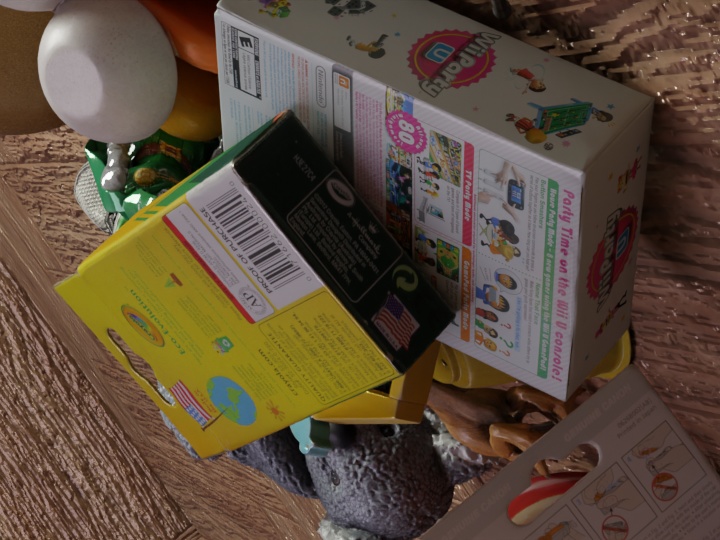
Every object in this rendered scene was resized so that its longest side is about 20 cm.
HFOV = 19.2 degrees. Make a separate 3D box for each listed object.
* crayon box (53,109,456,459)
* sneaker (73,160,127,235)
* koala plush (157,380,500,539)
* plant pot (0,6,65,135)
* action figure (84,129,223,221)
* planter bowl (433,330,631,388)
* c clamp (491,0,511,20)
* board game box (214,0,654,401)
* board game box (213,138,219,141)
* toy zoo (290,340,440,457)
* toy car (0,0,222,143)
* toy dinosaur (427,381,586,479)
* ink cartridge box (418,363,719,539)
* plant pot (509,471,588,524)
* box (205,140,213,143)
[{"bbox_3d":[-0.058,0.013,1.042,0.127,0.051,0.200,51,144,-9],"label":"crayon box"},{"bbox_3d":[-0.122,-0.039,1.287,0.200,0.085,0.078,19,107,53],"label":"sneaker"},{"bbox_3d":[-0.004,0.118,1.488,0.200,0.177,0.184,41,173,38],"label":"koala plush"},{"bbox_3d":[-0.215,-0.203,1.352,0.187,0.186,0.200,52,160,0],"label":"plant pot"},{"bbox_3d":[-0.111,-0.065,1.198,0.118,0.055,0.200,18,-155,-14],"label":"action figure"},{"bbox_3d":[0.052,0.003,1.171,0.200,0.083,0.201,48,164,18],"label":"planter bowl"},{"bbox_3d":[-0.013,-0.217,0.961,0.200,0.027,0.171,43,162,36],"label":"c clamp"},{"bbox_3d":[0.031,-0.046,0.991,0.199,0.064,0.148,27,141,25],"label":"board game box"},{"bbox_3d":[-0.047,-0.058,1.306,0.200,0.034,0.135,-150,50,-66],"label":"board game box"},{"bbox_3d":[0.000,0.000,1.119,0.020,0.201,0.131,13,180,-39],"label":"toy zoo"},{"bbox_3d":[-0.104,-0.176,1.138,0.150,0.175,0.200,-33,90,40],"label":"toy car"},{"bbox_3d":[0.068,0.086,1.250,0.106,0.061,0.200,1,158,39],"label":"toy dinosaur"},{"bbox_3d":[0.142,0.178,1.145,0.200,0.162,0.050,53,164,1],"label":"ink cartridge box"},{"bbox_3d":[0.120,0.225,1.270,0.201,0.200,0.183,48,159,19],"label":"plant pot"},{"bbox_3d":[-0.117,-0.091,1.426,0.164,0.021,0.201,116,143,-74],"label":"box"}]
